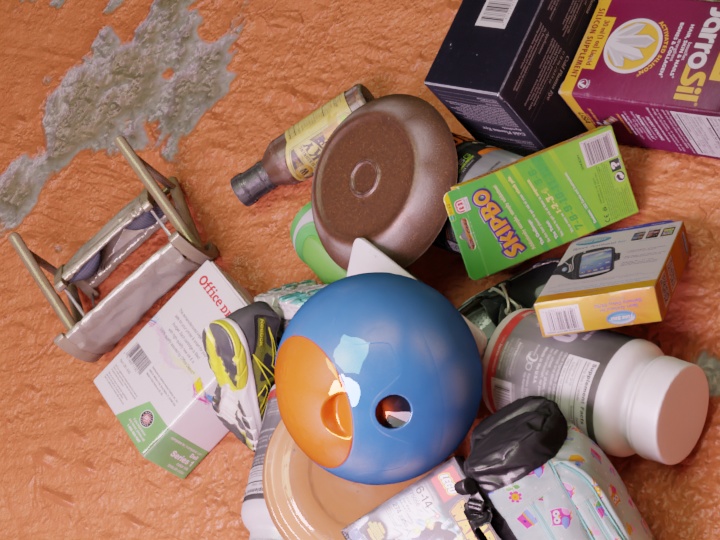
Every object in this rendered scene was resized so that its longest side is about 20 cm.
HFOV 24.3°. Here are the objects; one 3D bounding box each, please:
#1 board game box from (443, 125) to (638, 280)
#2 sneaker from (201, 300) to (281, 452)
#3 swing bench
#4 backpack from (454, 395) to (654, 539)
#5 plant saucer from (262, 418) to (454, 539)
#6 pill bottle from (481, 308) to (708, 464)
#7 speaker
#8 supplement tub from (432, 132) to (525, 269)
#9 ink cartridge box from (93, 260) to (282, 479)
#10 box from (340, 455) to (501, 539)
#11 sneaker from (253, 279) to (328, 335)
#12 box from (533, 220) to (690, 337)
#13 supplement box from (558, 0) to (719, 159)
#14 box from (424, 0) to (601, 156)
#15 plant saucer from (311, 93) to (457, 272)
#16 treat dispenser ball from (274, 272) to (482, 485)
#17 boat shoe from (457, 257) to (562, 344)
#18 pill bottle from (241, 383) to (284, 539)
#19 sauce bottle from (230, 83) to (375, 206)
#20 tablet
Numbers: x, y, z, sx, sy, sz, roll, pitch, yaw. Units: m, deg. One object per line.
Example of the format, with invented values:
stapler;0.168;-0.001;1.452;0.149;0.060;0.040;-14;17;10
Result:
board game box;0.181;-0.069;1.695;0.199;0.096;0.030;-23;10;-18
sneaker;-0.111;0.116;1.800;0.084;0.201;0.074;-34;53;-26
swing bench;-0.293;-0.014;2.034;0.199;0.130;0.200;-39;53;8
backpack;0.183;0.223;1.511;0.126;0.201;0.167;-30;7;21
plant saucer;0.002;0.206;1.670;0.199;0.032;0.202;4;69;-11
pill bottle;0.224;0.112;1.599;0.199;0.114;0.114;15;73;39
speaker;0.000;0.000;1.843;0.088;0.088;0.200;-46;48;3
supplement tub;0.099;-0.085;1.798;0.199;0.122;0.123;23;78;41
ink cartridge box;-0.188;0.112;1.909;0.200;0.084;0.145;-46;47;4
box;0.089;0.296;1.578;0.137;0.040;0.201;-35;76;12
sneaker;-0.066;0.062;1.832;0.077;0.092;0.200;-14;7;-10
box;0.251;0.003;1.630;0.118;0.042;0.200;-9;16;24
supplement box;0.326;-0.200;1.720;0.199;0.103;0.131;13;71;39
box;0.186;-0.230;1.783;0.104;0.182;0.201;14;72;40
plant saucer;0.014;-0.094;1.769;0.200;0.037;0.202;-13;70;39
treat dispenser ball;0.017;0.102;1.587;0.200;0.201;0.202;-17;55;26
boat shoe;0.141;0.052;1.729;0.200;0.060;0.076;-43;48;7
pill bottle;-0.059;0.223;1.732;0.115;0.116;0.201;-4;63;34
sauce bottle;-0.065;-0.144;1.992;0.200;0.065;0.065;-34;49;17
tablet;0.049;0.067;1.709;0.200;0.014;0.131;39;133;36
